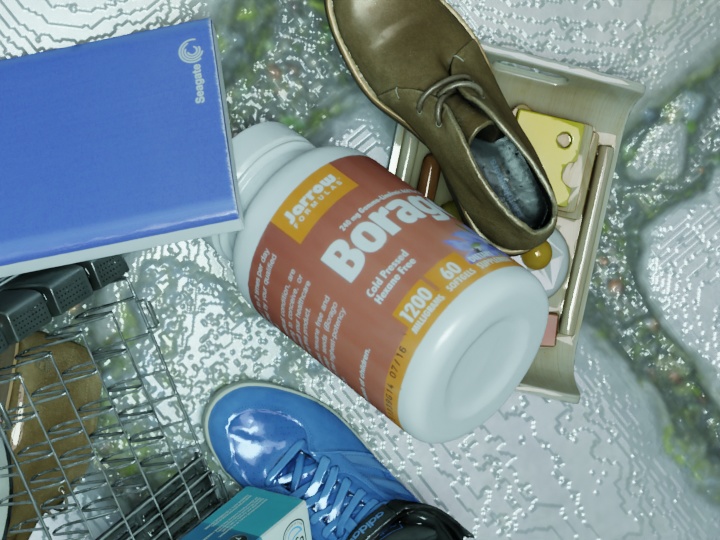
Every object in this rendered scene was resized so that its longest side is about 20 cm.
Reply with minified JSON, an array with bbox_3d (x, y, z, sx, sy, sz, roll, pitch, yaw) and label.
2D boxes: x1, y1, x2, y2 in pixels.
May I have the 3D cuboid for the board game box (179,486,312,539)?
[{"bbox_3d":[-0.077,0.248,1.132,0.151,0.047,0.201,-35,125,-47],"label":"board game box"}]

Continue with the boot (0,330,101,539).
[{"bbox_3d":[-0.199,0.136,1.168,0.075,0.074,0.201,11,89,-20],"label":"boot"}]

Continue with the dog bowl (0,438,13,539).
[{"bbox_3d":[-0.299,0.124,1.105,0.199,0.074,0.201,-2,80,12],"label":"dog bowl"}]

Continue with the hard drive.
[{"bbox_3d":[-0.173,-0.065,1.129,0.199,0.025,0.133,-11,63,2],"label":"hard drive"}]

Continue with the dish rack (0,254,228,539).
[{"bbox_3d":[-0.154,0.096,1.116,0.153,0.054,0.201,-36,108,-49],"label":"dish rack"}]

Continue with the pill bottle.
[{"bbox_3d":[0.000,0.000,1.129,0.200,0.112,0.112,37,86,30],"label":"pill bottle"}]

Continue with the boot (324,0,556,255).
[{"bbox_3d":[0.052,-0.101,1.139,0.073,0.075,0.200,-35,90,-6],"label":"boot"}]

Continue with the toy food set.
[{"bbox_3d":[0.086,-0.032,1.208,0.143,0.060,0.201,12,92,-10],"label":"toy food set"}]

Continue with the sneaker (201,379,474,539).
[{"bbox_3d":[-0.006,0.141,1.177,0.200,0.111,0.077,44,86,-9],"label":"sneaker"}]
